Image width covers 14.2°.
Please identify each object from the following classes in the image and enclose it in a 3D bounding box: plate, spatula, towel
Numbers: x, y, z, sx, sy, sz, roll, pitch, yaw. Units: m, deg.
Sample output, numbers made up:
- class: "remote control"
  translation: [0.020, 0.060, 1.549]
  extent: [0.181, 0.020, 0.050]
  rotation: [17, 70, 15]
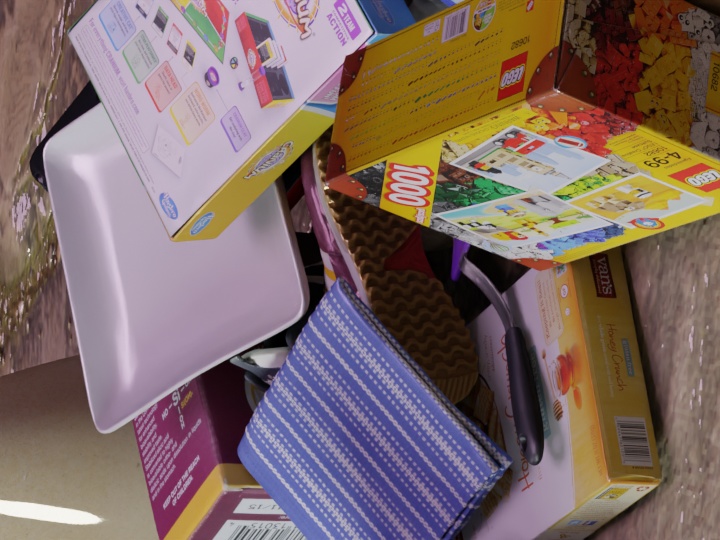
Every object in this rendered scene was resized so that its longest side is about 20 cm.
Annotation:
- class: "plate"
  translation: [-0.107, -0.026, 1.747]
  extent: [0.200, 0.032, 0.201]
  rotation: [-31, 64, 39]
- class: "spatula"
  translation: [0.075, 0.023, 1.597]
  extent: [0.057, 0.020, 0.201]
  rotation: [106, 153, -49]
- class: "towel"
  translation: [0.004, 0.106, 1.657]
  extent: [0.145, 0.024, 0.200]
  rotation: [48, 144, 12]

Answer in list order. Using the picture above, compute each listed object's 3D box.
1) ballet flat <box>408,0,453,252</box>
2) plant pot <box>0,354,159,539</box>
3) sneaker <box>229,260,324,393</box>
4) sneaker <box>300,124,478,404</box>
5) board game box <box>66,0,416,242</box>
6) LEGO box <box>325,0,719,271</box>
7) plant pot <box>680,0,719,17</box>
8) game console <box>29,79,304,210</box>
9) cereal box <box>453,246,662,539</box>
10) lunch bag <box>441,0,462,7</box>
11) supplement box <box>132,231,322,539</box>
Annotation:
- class: "ballet flat"
  translation: [0.043, -0.110, 1.707]
  extent: [0.067, 0.062, 0.201]
  rotation: [17, 103, 62]
- class: "plant pot"
  translation: [-0.197, 0.137, 2.014]
  extent: [0.187, 0.199, 0.189]
  rotation: [-4, 85, 63]
- class: "sneaker"
  translation: [-0.016, 0.083, 1.737]
  extent: [0.079, 0.129, 0.201]
  rotation: [-27, 65, 60]
- class: "sneaker"
  translation: [0.000, 0.000, 1.674]
  extent: [0.090, 0.075, 0.201]
  rotation: [-41, 60, 54]
- class: "board game box"
  translation: [-0.070, -0.135, 1.654]
  extent: [0.200, 0.040, 0.154]
  rotation: [-42, 66, 35]
- class: "LEGO box"
  translation: [0.099, -0.075, 1.463]
  extent: [0.200, 0.148, 0.078]
  rotation: [-20, 55, 54]
- class: "plant pot"
  translation: [0.126, -0.214, 1.403]
  extent: [0.186, 0.199, 0.188]
  rotation: [-2, 88, 63]
- class: "game console"
  translation: [-0.108, -0.084, 1.829]
  extent: [0.177, 0.031, 0.200]
  rotation: [-48, 49, 0]
- class: "cereal box"
  translation: [0.094, 0.087, 1.619]
  extent: [0.200, 0.039, 0.145]
  rotation: [-45, 48, 53]
- class: "lunch bag"
  translation: [0.048, -0.219, 1.567]
  extent: [0.124, 0.170, 0.200]
  rotation: [-48, 43, 11]
- class: "supplement box"
  translation: [-0.069, 0.081, 1.844]
  extent: [0.103, 0.130, 0.201]
  rotation: [-54, 43, 45]
